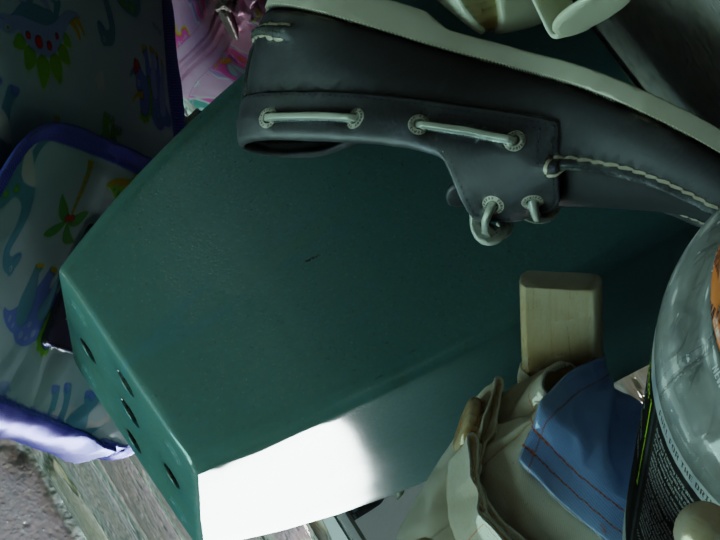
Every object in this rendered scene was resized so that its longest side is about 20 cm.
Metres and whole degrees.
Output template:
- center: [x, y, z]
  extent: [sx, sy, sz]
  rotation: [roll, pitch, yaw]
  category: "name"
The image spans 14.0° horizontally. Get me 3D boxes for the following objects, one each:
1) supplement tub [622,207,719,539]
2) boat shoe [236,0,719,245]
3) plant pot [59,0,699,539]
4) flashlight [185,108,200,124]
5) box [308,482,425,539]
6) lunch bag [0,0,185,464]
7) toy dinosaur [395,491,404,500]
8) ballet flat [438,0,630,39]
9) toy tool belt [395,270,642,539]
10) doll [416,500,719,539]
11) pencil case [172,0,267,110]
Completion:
- center: [0.139, 0.047, 0.827]
  extent: [0.123, 0.122, 0.200]
  rotation: [53, 166, 22]
  category: "supplement tub"
- center: [0.048, -0.037, 0.952]
  extent: [0.199, 0.063, 0.073]
  rotation: [22, 174, 23]
  category: "boat shoe"
- center: [0.000, 0.000, 1.053]
  extent: [0.142, 0.199, 0.142]
  rotation: [54, 166, 19]
  category: "plant pot"
- center: [-0.019, 0.002, 1.408]
  extent: [0.068, 0.068, 0.201]
  rotation: [-87, -27, -65]
  category: "flashlight"
- center: [0.004, 0.041, 1.304]
  extent: [0.201, 0.116, 0.060]
  rotation: [59, 164, 8]
  category: "box"
- center: [-0.138, -0.035, 1.105]
  extent: [0.170, 0.127, 0.201]
  rotation: [23, -122, -63]
  category: "lunch bag"
- center: [0.025, -0.002, 1.192]
  extent: [0.200, 0.047, 0.089]
  rotation: [-77, -22, -59]
  category: "toy dinosaur"
- center: [0.048, -0.104, 0.935]
  extent: [0.200, 0.067, 0.064]
  rotation: [-175, 67, -71]
  category: "ballet flat"
- center: [0.119, 0.090, 0.971]
  extent: [0.199, 0.123, 0.125]
  rotation: [28, -157, 2]
  category: "toy tool belt"
- center: [0.102, 0.114, 0.788]
  extent: [0.199, 0.049, 0.137]
  rotation: [0, 134, 40]
  category: "doll"
- center: [-0.035, -0.114, 1.180]
  extent: [0.088, 0.087, 0.200]
  rotation: [59, 167, 0]
  category: "pencil case"
